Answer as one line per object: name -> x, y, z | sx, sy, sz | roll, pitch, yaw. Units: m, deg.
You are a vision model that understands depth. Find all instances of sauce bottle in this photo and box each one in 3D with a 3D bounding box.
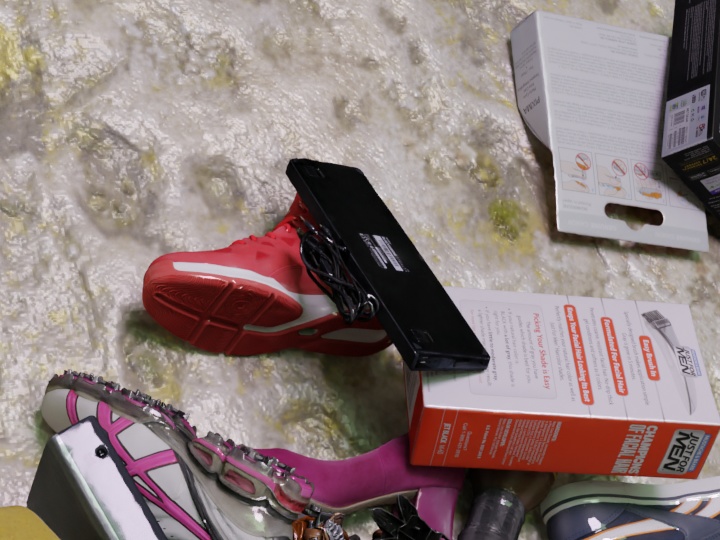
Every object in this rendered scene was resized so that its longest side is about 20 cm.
sauce bottle -> 0.114, 0.122, 1.007 | 0.064, 0.065, 0.201 | 30, 54, -9

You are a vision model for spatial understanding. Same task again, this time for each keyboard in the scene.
keyboard -> 0.000, 0.000, 0.945 | 0.103, 0.040, 0.201 | 9, 36, -41

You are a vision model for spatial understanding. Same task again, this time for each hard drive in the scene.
hard drive -> -0.119, 0.191, 0.792 | 0.033, 0.140, 0.201 | -27, 78, -27

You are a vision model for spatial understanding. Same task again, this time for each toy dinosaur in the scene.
toy dinosaur -> 0.009, 0.187, 0.869 | 0.197, 0.136, 0.104 | 0, 83, -15

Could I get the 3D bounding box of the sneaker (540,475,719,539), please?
sneaker -> 0.226, 0.195, 1.017 | 0.197, 0.079, 0.080 | -1, 58, -16

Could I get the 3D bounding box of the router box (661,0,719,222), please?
router box -> 0.330, -0.136, 1.241 | 0.157, 0.052, 0.202 | 39, 48, -33

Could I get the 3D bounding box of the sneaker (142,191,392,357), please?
sneaker -> -0.066, -0.007, 0.990 | 0.198, 0.078, 0.117 | 14, 48, -35

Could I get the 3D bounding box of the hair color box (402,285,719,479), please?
hair color box -> 0.130, 0.075, 0.956 | 0.197, 0.064, 0.112 | 4, 44, -6

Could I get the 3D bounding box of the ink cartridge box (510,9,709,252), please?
ink cartridge box -> 0.213, -0.113, 1.213 | 0.158, 0.047, 0.203 | 6, 70, -26

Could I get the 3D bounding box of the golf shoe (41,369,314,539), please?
golf shoe -> -0.125, 0.123, 0.838 | 0.199, 0.072, 0.093 | 23, 86, 33

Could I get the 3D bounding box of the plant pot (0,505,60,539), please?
plant pot -> -0.209, 0.233, 0.697 | 0.195, 0.194, 0.200 | 44, 47, 2

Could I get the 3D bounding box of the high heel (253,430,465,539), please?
high heel -> -0.015, 0.121, 0.931 | 0.198, 0.067, 0.097 | 17, 61, -23
